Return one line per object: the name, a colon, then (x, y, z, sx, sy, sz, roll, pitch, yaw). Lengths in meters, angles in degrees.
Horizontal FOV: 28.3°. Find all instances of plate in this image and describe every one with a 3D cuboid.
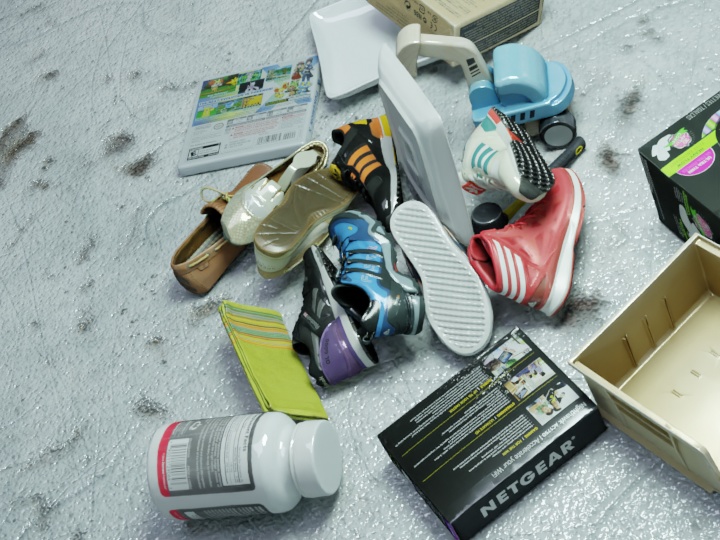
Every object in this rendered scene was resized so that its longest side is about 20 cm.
plate: (0.035, -0.330, 2.015, 0.199, 0.032, 0.200, -21, 45, 8)
plate: (0.072, -0.145, 1.716, 0.032, 0.201, 0.200, -24, 39, -6)

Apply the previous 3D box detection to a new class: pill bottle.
pill bottle: (-0.126, 0.215, 1.576, 0.199, 0.111, 0.111, -8, 49, 21)

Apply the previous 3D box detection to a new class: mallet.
mallet: (0.209, -0.089, 1.730, 0.041, 0.066, 0.200, 28, 53, 37)

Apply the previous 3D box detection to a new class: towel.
towel: (-0.103, 0.105, 1.684, 0.018, 0.086, 0.200, -64, 34, 27)

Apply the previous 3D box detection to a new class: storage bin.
storage bin: (0.356, 0.097, 1.446, 0.200, 0.094, 0.198, -43, 46, -13)

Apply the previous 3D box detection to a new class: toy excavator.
toy excavator: (0.159, -0.239, 1.763, 0.193, 0.200, 0.100, -12, 46, 17)

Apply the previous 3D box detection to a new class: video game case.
video game case: (-0.154, -0.223, 2.037, 0.199, 0.022, 0.183, -9, 49, 21)

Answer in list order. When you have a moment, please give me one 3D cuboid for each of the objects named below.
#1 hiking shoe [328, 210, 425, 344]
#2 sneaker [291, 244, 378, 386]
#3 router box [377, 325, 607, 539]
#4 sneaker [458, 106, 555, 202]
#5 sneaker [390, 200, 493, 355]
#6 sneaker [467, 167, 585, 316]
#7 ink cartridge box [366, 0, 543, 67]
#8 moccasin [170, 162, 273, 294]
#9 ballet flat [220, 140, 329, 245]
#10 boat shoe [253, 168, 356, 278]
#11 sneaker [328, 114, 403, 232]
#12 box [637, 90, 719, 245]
hiking shoe: (0.000, 0.000, 1.660, 0.086, 0.075, 0.200, -11, 43, -25)
sneaker: (-0.053, 0.053, 1.711, 0.087, 0.076, 0.201, -31, 44, 8)
router box: (0.138, 0.172, 1.520, 0.200, 0.051, 0.149, -37, 47, -6)
sneaker: (0.163, -0.113, 1.675, 0.093, 0.070, 0.200, -49, 25, 19)
sneaker: (0.103, 0.013, 1.667, 0.078, 0.079, 0.201, -27, 67, 8)
sneaker: (0.189, -0.052, 1.637, 0.115, 0.078, 0.201, 19, 50, -12)
ink cartridge box: (0.126, -0.380, 1.943, 0.164, 0.075, 0.200, -28, 51, -24)
moccasin: (-0.180, -0.066, 1.871, 0.073, 0.078, 0.202, 25, 66, 40)
ballet flat: (-0.109, -0.108, 1.843, 0.067, 0.062, 0.200, 39, 51, 5)
boat shoe: (-0.073, -0.061, 1.814, 0.074, 0.067, 0.200, 32, 47, 18)
sneaker: (0.006, -0.117, 1.816, 0.089, 0.070, 0.201, -8, 45, 2)
box: (0.426, -0.083, 1.546, 0.148, 0.125, 0.200, -35, 45, -5)
